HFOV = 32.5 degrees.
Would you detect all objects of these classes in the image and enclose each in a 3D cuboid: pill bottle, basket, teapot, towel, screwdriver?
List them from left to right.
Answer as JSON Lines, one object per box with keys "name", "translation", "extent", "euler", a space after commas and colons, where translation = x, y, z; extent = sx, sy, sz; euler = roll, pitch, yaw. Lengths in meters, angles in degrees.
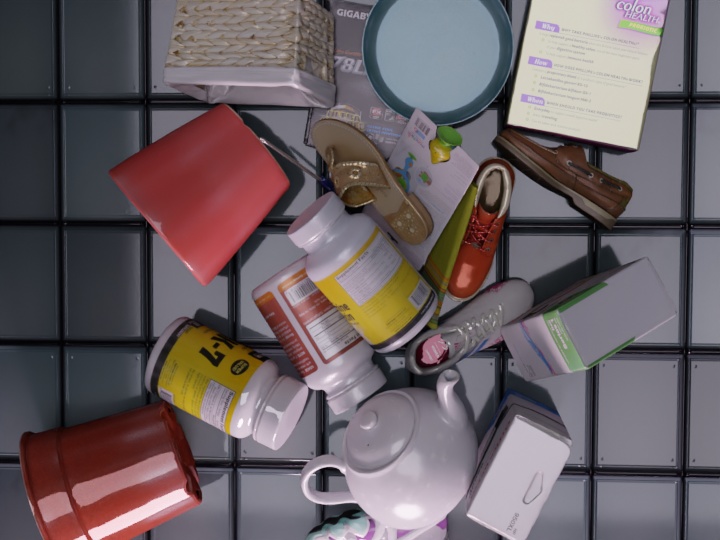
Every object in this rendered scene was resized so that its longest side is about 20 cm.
{"name": "pill bottle", "translation": [-0.178, 0.153, 1.648], "extent": [0.198, 0.114, 0.115], "euler": [25, 95, 12]}
{"name": "basket", "translation": [-0.138, -0.287, 1.604], "extent": [0.198, 0.135, 0.125], "euler": [5, 87, 21]}
{"name": "screwdriver", "translation": [-0.062, -0.130, 1.621], "extent": [0.200, 0.028, 0.029], "euler": [39, 71, -40]}
{"name": "pill bottle", "translation": [-0.051, 0.085, 1.650], "extent": [0.112, 0.112, 0.201], "euler": [-32, 91, 6]}
{"name": "pill bottle", "translation": [0.000, 0.000, 1.581], "extent": [0.112, 0.112, 0.200], "euler": [-40, 104, 6]}
{"name": "teapot", "translation": [0.044, 0.229, 1.601], "extent": [0.146, 0.196, 0.201], "euler": [41, 66, -37]}
{"name": "towel", "translation": [0.114, -0.028, 1.624], "extent": [0.018, 0.086, 0.202], "euler": [10, 109, -18]}

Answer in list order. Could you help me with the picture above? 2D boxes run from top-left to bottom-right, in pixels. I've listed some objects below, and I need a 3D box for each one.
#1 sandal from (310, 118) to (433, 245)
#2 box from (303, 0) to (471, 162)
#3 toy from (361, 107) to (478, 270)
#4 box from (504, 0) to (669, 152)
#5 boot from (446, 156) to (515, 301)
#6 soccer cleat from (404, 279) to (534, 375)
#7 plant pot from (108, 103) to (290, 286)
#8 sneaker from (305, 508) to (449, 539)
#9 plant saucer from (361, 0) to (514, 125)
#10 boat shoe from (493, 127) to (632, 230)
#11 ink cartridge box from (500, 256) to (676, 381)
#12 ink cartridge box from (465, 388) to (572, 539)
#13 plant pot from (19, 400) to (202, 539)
{"name": "sandal", "translation": [0.002, -0.108, 1.593], "extent": [0.212, 0.070, 0.078], "euler": [45, 133, 3]}
{"name": "box", "translation": [0.036, -0.249, 1.656], "extent": [0.198, 0.050, 0.201], "euler": [11, 95, 3]}
{"name": "toy", "translation": [0.085, -0.109, 1.619], "extent": [0.115, 0.047, 0.201], "euler": [45, 138, 17]}
{"name": "box", "translation": [0.292, -0.270, 1.610], "extent": [0.174, 0.097, 0.202], "euler": [11, 95, 4]}
{"name": "boot", "translation": [0.153, -0.053, 1.630], "extent": [0.074, 0.107, 0.202], "euler": [16, 96, 1]}
{"name": "soccer cleat", "translation": [0.148, 0.083, 1.647], "extent": [0.199, 0.086, 0.070], "euler": [-33, 91, 5]}
{"name": "plant pot", "translation": [-0.201, -0.109, 1.620], "extent": [0.177, 0.200, 0.201], "euler": [-40, 90, -6]}
{"name": "sneaker", "translation": [0.032, 0.393, 1.680], "extent": [0.198, 0.078, 0.142], "euler": [-14, 92, 6]}
{"name": "plant saucer", "translation": [0.101, -0.291, 1.612], "extent": [0.197, 0.027, 0.203], "euler": [0, 95, 3]}
{"name": "boat shoe", "translation": [0.270, -0.137, 1.638], "extent": [0.199, 0.072, 0.068], "euler": [35, 92, -8]}
{"name": "ink cartridge box", "translation": [0.283, 0.065, 1.563], "extent": [0.144, 0.200, 0.085], "euler": [-28, 89, -17]}
{"name": "ink cartridge box", "translation": [0.200, 0.248, 1.596], "extent": [0.084, 0.200, 0.146], "euler": [26, 95, 2]}
{"name": "plant pot", "translation": [-0.326, 0.278, 1.653], "extent": [0.193, 0.201, 0.203], "euler": [-20, 92, -3]}
